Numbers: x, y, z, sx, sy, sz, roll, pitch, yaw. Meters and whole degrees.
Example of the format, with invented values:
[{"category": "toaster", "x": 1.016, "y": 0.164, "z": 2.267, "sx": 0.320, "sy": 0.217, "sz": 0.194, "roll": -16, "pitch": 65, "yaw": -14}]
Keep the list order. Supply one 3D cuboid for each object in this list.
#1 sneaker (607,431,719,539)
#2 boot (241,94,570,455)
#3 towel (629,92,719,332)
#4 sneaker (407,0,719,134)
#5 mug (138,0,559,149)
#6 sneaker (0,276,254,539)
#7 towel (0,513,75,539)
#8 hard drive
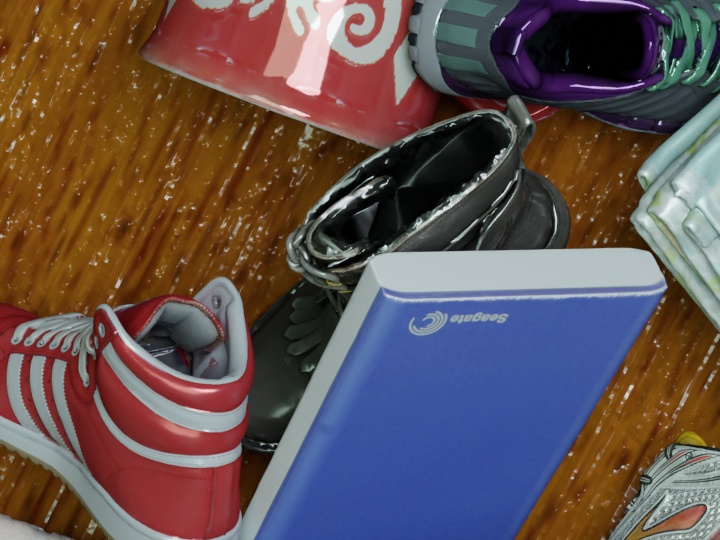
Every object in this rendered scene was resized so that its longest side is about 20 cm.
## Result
[{"category": "sneaker", "x": 0.144, "y": 0.120, "z": 1.250, "sx": 0.199, "sy": 0.078, "sz": 0.083, "roll": -28, "pitch": 66, "yaw": 14}, {"category": "boot", "x": 0.000, "y": 0.000, "z": 1.190, "sx": 0.200, "sy": 0.174, "sz": 0.069, "roll": -38, "pitch": 76, "yaw": 7}, {"category": "towel", "x": 0.226, "y": -0.028, "z": 1.186, "sx": 0.200, "sy": 0.048, "sz": 0.171, "roll": -41, "pitch": 104, "yaw": -14}, {"category": "sneaker", "x": 0.121, "y": -0.087, "z": 1.169, "sx": 0.199, "sy": 0.087, "sz": 0.075, "roll": -3, "pitch": 104, "yaw": -30}, {"category": "mug", "x": 0.015, "y": -0.158, "z": 1.217, "sx": 0.133, "sy": 0.177, "sz": 0.201, "roll": 24, "pitch": 97, "yaw": 48}, {"category": "sneaker", "x": -0.113, "y": 0.035, "z": 1.222, "sx": 0.200, "sy": 0.071, "sz": 0.113, "roll": 35, "pitch": 127, "yaw": 37}, {"category": "towel", "x": -0.228, "y": 0.187, "z": 1.322, "sx": 0.199, "sy": 0.032, "sz": 0.192, "roll": 20, "pitch": 100, "yaw": 6}, {"category": "hard drive", "x": 0.031, "y": 0.068, "z": 1.189, "sx": 0.131, "sy": 0.025, "sz": 0.200, "roll": -1, "pitch": 139, "yaw": -28}]
